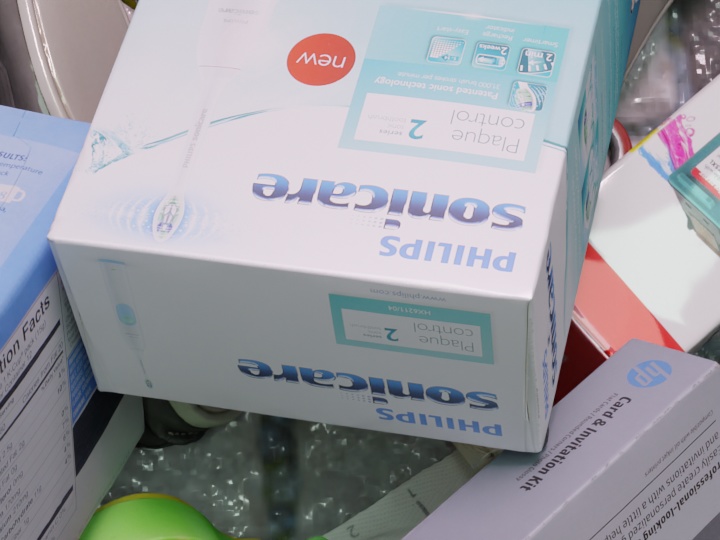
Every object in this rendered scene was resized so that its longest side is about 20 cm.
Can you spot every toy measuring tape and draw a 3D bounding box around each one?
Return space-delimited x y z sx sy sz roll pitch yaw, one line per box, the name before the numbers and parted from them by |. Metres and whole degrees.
toy measuring tape | -0.044 0.094 0.797 0.200 0.074 0.074 -31 80 -7

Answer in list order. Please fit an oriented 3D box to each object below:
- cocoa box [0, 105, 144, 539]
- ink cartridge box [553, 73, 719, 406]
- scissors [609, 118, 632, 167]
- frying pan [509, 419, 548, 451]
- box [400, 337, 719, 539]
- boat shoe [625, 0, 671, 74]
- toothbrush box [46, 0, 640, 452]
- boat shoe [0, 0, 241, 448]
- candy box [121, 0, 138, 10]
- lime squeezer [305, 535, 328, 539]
cocoa box | -0.185 0.021 0.731 0.199 0.131 0.133 12 39 13
ink cartridge box | 0.110 -0.006 0.819 0.200 0.116 0.067 -40 82 -13
scissors | 0.012 -0.035 0.872 0.200 0.014 0.073 -22 80 -9
frying pan | 0.008 -0.014 0.765 0.190 0.031 0.115 22 66 27
box | 0.075 0.148 0.733 0.156 0.041 0.200 -37 125 -31
boat shoe | 0.080 -0.108 0.857 0.057 0.067 0.200 31 70 27
toothbrush box | 0.004 -0.054 0.725 0.146 0.085 0.200 8 55 13
boat shoe | -0.102 -0.030 0.817 0.057 0.067 0.200 -20 90 29
candy box | 0.007 -0.153 0.858 0.102 0.026 0.200 34 73 1
lime squeezer | -0.037 0.176 0.786 0.038 0.071 0.200 27 104 6
